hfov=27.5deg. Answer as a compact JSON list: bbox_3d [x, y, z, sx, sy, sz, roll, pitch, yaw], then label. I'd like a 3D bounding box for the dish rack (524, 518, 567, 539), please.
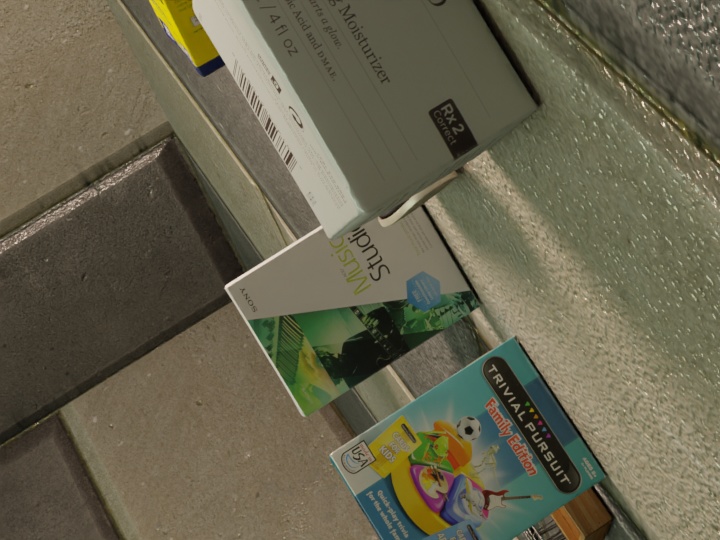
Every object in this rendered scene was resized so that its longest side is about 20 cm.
[{"bbox_3d":[0.233,0.330,1.612,0.200,0.054,0.154,53,170,47],"label":"dish rack"}]

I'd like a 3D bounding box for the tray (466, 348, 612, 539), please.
[{"bbox_3d":[0.174,0.179,1.451,0.200,0.037,0.099,55,172,20],"label":"tray"}]

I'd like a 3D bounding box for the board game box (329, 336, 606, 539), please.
[{"bbox_3d":[0.095,0.177,1.323,0.151,0.199,0.047,56,173,11],"label":"board game box"}]

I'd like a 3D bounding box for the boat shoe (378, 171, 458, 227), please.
[{"bbox_3d":[0.029,-0.082,1.214,0.063,0.072,0.200,56,178,-7],"label":"boat shoe"}]

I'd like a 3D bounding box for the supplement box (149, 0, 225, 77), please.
[{"bbox_3d":[-0.164,-0.310,1.423,0.109,0.109,0.201,50,168,49],"label":"supplement box"}]

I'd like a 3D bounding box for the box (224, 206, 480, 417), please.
[{"bbox_3d":[-0.008,0.024,1.385,0.145,0.199,0.036,58,176,-4],"label":"box"}]

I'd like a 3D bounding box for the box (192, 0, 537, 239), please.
[{"bbox_3d":[-0.006,-0.141,0.968,0.200,0.130,0.200,59,172,0],"label":"box"}]
